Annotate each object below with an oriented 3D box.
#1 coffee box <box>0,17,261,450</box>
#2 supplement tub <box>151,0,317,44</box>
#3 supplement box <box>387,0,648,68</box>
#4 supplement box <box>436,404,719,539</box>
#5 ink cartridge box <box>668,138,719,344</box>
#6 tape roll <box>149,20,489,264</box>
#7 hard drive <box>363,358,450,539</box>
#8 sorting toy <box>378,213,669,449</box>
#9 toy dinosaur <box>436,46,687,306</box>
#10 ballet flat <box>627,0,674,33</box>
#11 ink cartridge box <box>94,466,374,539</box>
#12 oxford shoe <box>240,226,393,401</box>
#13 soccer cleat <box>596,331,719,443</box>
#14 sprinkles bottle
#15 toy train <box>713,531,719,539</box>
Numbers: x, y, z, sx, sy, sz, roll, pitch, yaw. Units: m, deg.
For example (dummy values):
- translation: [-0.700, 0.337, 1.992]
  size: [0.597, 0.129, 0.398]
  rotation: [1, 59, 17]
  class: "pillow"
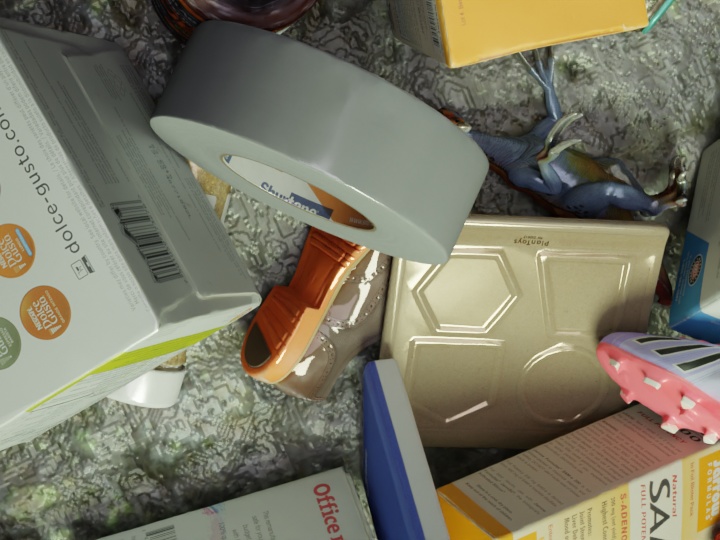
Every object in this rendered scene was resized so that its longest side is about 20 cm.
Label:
- translation: [-0.213, -0.011, 1.060]
  size: [0.197, 0.200, 0.200]
  rotation: [-30, 87, 13]
  class: "coffee box"
- translation: [-0.074, -0.193, 1.083]
  size: [0.106, 0.200, 0.107]
  rotation: [0, 90, -10]
  class: "supplement tub"
- translation: [0.090, -0.183, 1.113]
  size: [0.125, 0.200, 0.074]
  rotation: [-13, 104, -5]
  class: "supplement box"
- translation: [0.153, 0.182, 1.198]
  size: [0.199, 0.073, 0.127]
  rotation: [-19, 122, -27]
  class: "supplement box"
- translation: [0.294, -0.040, 1.148]
  size: [0.083, 0.200, 0.146]
  rotation: [22, 67, -11]
  class: "ink cartridge box"
- translation: [-0.025, -0.075, 1.065]
  size: [0.200, 0.200, 0.066]
  rotation: [27, 83, -12]
  class: "tape roll"
- translation: [0.033, 0.174, 1.147]
  size: [0.025, 0.200, 0.132]
  rotation: [-7, 132, -8]
  class: "hard drive"
- translation: [0.105, 0.042, 1.213]
  size: [0.184, 0.037, 0.201]
  rotation: [2, 124, -9]
  class: "sorting toy"
- translation: [0.129, -0.060, 1.200]
  size: [0.181, 0.105, 0.201]
  rotation: [2, 108, 5]
  class: "toy dinosaur"
- translation: [0.235, -0.250, 1.197]
  size: [0.200, 0.068, 0.075]
  rotation: [-43, 87, 3]
  class: "ballet flat"
- translation: [-0.082, 0.230, 1.183]
  size: [0.199, 0.148, 0.086]
  rotation: [-15, 123, -6]
  class: "ink cartridge box"
- translation: [0.000, 0.000, 1.210]
  size: [0.073, 0.071, 0.200]
  rotation: [32, 98, -33]
  class: "oxford shoe"
- translation: [0.249, 0.075, 1.152]
  size: [0.077, 0.200, 0.067]
  rotation: [-52, 140, -21]
  class: "soccer cleat"
- translation: [-0.131, -0.012, 1.180]
  size: [0.068, 0.068, 0.201]
  rotation: [14, 97, -10]
  class: "sprinkles bottle"
- translation: [0.324, 0.136, 1.199]
  size: [0.115, 0.085, 0.201]
  rotation: [8, 103, -47]
  class: "toy train"
